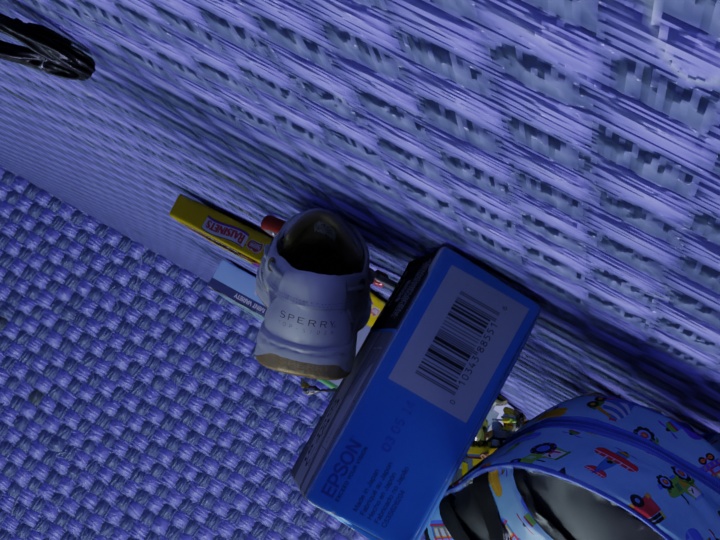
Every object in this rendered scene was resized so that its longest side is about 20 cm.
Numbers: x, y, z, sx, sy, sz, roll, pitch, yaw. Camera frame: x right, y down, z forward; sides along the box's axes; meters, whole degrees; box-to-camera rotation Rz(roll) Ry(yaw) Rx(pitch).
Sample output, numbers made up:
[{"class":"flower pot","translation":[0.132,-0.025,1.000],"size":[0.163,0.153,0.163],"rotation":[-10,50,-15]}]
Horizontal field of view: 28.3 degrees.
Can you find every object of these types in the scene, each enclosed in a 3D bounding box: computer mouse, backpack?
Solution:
[{"class":"computer mouse","translation":[-0.206,-0.143,0.681],"size":[0.059,0.034,0.200],"rotation":[2,162,41]},{"class":"backpack","translation":[0.142,0.144,0.728],"size":[0.200,0.135,0.183],"rotation":[39,146,-3]}]

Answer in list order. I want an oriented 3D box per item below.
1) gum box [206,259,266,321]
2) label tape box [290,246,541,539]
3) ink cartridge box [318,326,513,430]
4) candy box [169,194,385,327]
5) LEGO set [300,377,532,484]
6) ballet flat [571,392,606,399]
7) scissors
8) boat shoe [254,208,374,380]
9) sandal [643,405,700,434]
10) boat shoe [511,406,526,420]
[{"class":"gum box","translation":[-0.099,0.060,1.906],"size":[0.170,0.045,0.200],"rotation":[29,175,14]},{"class":"label tape box","translation":[0.022,0.069,0.792],"size":[0.063,0.144,0.200],"rotation":[30,175,-3]},{"class":"ink cartridge box","translation":[0.059,0.126,1.462],"size":[0.146,0.084,0.200],"rotation":[27,174,23]},{"class":"candy box","translation":[-0.062,-0.004,1.206],"size":[0.200,0.026,0.102],"rotation":[26,177,33]},{"class":"LEGO set","translation":[0.068,0.089,0.978],"size":[0.154,0.116,0.200],"rotation":[2,-179,32]},{"class":"ballet flat","translation":[0.175,0.123,0.961],"size":[0.067,0.068,0.200],"rotation":[23,-177,24]},{"class":"scissors","translation":[0.000,0.000,0.967],"size":[0.073,0.014,0.200],"rotation":[36,174,-36]},{"class":"boat shoe","translation":[-0.022,-0.002,0.820],"size":[0.071,0.069,0.200],"rotation":[9,-164,-6]},{"class":"sandal","translation":[0.209,0.139,0.846],"size":[0.206,0.079,0.059],"rotation":[22,180,-5]},{"class":"boat shoe","translation":[0.110,0.168,1.628],"size":[0.075,0.075,0.202],"rotation":[31,175,-19]}]
